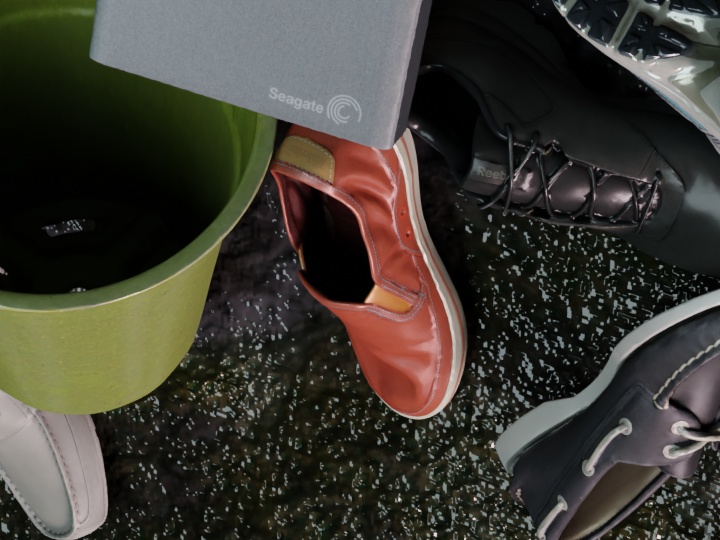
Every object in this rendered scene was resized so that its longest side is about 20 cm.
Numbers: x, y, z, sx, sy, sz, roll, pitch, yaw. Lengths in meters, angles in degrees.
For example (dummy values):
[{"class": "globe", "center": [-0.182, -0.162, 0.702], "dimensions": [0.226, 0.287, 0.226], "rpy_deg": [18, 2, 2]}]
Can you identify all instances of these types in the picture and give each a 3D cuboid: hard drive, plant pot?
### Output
[{"class": "hard drive", "center": [-0.031, -0.161, 1.127], "dimensions": [0.139, 0.033, 0.201], "rpy_deg": [18, 118, 13]}, {"class": "plant pot", "center": [-0.139, -0.027, 1.293], "dimensions": [0.200, 0.200, 0.190], "rpy_deg": [35, 156, 15]}]

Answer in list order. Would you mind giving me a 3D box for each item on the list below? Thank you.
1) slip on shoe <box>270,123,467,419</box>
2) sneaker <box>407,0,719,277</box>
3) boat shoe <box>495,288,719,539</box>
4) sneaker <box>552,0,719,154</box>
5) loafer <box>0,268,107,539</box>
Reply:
[{"class": "slip on shoe", "center": [0.000, 0.000, 1.271], "dimensions": [0.074, 0.061, 0.200], "rpy_deg": [23, 147, 32]}, {"class": "sneaker", "center": [0.089, -0.046, 1.182], "dimensions": [0.200, 0.091, 0.076], "rpy_deg": [27, 124, 20]}, {"class": "boat shoe", "center": [0.130, 0.065, 1.215], "dimensions": [0.200, 0.074, 0.061], "rpy_deg": [-41, 62, 45]}, {"class": "sneaker", "center": [0.143, -0.085, 1.131], "dimensions": [0.200, 0.078, 0.086], "rpy_deg": [49, 174, 26]}, {"class": "loafer", "center": [-0.200, 0.059, 1.465], "dimensions": [0.070, 0.070, 0.201], "rpy_deg": [-20, 101, 41]}]
